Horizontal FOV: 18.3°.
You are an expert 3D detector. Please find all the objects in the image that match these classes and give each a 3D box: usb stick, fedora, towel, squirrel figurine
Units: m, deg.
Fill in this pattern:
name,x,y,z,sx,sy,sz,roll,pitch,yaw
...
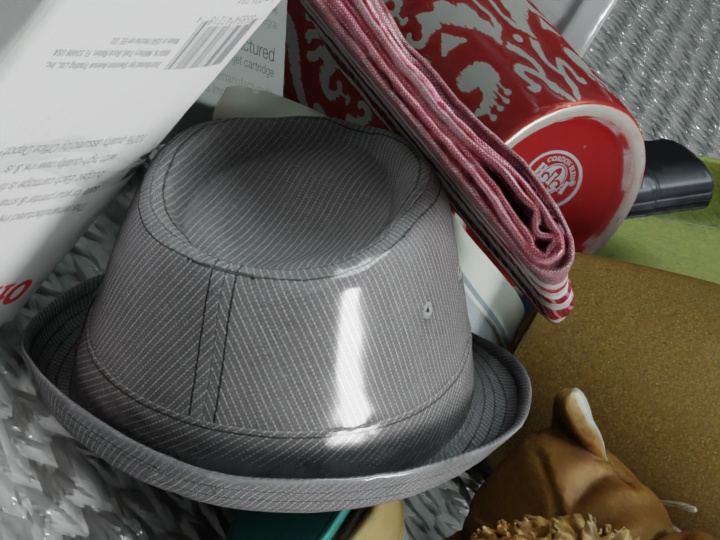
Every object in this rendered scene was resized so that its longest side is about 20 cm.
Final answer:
name,x,y,z,sx,sy,sz,roll,pitch,yaw
usb stick,0.114,-0.044,1.215,0.199,0.033,0.055,-9,39,-40
fedora,-0.023,0.002,0.771,0.176,0.091,0.200,18,24,19
towel,0.032,-0.046,0.815,0.144,0.023,0.200,52,1,8
squirrel figurine,0.101,0.128,0.819,0.187,0.142,0.200,49,17,29

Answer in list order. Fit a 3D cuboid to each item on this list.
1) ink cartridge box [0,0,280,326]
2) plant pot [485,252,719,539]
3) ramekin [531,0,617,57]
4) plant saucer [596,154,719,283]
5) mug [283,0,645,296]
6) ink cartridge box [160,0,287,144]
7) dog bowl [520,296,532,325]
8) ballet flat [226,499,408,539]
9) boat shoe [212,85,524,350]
name,x,y,z,sx,sy,sz,roll,pitch,yaw
ink cartridge box,-0.111,-0.072,0.686,0.084,0.200,0.145,47,20,12
plant pot,0.151,0.084,0.977,0.199,0.187,0.186,30,20,2
ramekin,0.101,-0.175,1.317,0.094,0.203,0.202,32,21,-2
plant saucer,0.190,-0.008,1.272,0.198,0.048,0.200,10,25,-1
mug,0.053,-0.092,1.064,0.177,0.134,0.200,-7,40,-33
ink cartridge box,-0.098,-0.163,0.903,0.145,0.084,0.202,13,75,-55
dog bowl,0.121,0.057,1.109,0.200,0.050,0.112,43,20,-8
ballet flat,-0.005,0.078,0.808,0.063,0.068,0.200,55,18,-21
boat shoe,0.000,0.000,0.919,0.070,0.072,0.201,13,-21,41
